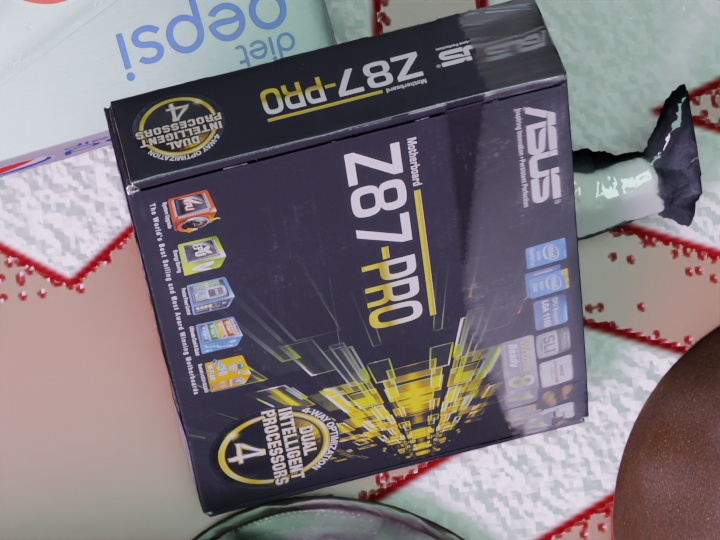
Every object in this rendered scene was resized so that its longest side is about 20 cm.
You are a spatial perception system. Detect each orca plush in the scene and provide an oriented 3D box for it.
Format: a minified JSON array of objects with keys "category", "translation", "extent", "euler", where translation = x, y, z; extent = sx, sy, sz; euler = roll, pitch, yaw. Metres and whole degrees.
[{"category":"orca plush","translation":[0.031,-0.046,1.118],"extent":[0.199,0.105,0.071],"euler":[-17,57,1]}]

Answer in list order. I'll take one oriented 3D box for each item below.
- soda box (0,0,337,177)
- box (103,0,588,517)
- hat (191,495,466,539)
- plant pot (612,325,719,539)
[{"category":"soda box","translation":[-0.111,-0.082,1.112],"extent":[0.199,0.063,0.069],"euler":[-16,89,-4]},{"category":"box","translation":[0.000,0.000,1.060],"extent":[0.160,0.201,0.049],"euler":[-15,49,-6]},{"category":"hat","translation":[-0.001,0.184,1.102],"extent":[0.199,0.081,0.202],"euler":[0,87,-5]},{"category":"plant pot","translation":[0.201,0.100,1.059],"extent":[0.185,0.200,0.188],"euler":[0,88,-4]}]
